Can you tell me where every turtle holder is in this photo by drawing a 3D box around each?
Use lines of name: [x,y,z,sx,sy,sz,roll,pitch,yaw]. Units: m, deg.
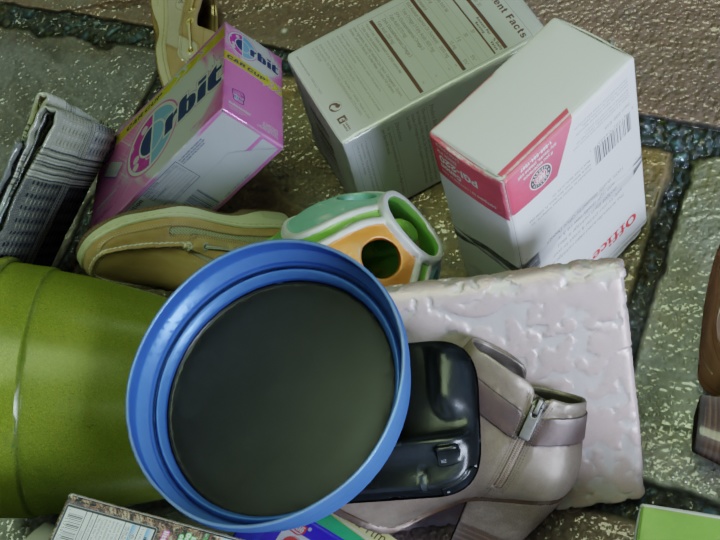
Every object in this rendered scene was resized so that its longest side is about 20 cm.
turtle holder: [0.004,0.008,1.028,0.132,0.185,0.142,-42,65,18]

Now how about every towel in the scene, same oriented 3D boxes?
towel: [0.100,0.090,0.945,0.198,0.193,0.032,-8,21,7]
towel: [-0.270,-0.046,1.064,0.034,0.200,0.194,27,92,1]

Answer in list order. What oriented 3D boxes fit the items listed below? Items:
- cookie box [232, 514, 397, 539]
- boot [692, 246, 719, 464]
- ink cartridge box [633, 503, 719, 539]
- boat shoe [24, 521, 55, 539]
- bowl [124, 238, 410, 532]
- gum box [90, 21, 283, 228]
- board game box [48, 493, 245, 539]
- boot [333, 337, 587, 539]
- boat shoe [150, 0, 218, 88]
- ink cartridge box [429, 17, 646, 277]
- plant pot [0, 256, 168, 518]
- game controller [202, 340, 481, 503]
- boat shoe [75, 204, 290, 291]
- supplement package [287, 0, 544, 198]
cookie box: [-0.042,0.268,0.916,0.170,0.075,0.200,30,68,28]
boot: [0.324,0.078,0.961,0.145,0.070,0.202,9,61,10]
ink cartridge box: [0.244,0.191,0.827,0.146,0.201,0.076,7,59,16]
boat shoe: [-0.264,0.284,0.963,0.068,0.072,0.201,28,59,3]
bowl: [-0.059,0.077,0.871,0.198,0.039,0.203,-9,61,17]
gum box: [-0.152,-0.099,1.115,0.200,0.066,0.114,-39,37,31]
board game box: [-0.118,0.254,0.837,0.198,0.097,0.161,11,62,21]
boot: [0.054,0.115,0.913,0.198,0.070,0.147,21,106,-5]
boat shoe: [-0.152,-0.201,1.239,0.069,0.074,0.201,-20,55,6]
ink cartridge box: [0.144,-0.069,1.014,0.146,0.201,0.085,-42,54,-16]
plant pot: [-0.182,0.097,1.001,0.191,0.201,0.202,4,58,1]
game controller: [-0.016,0.105,0.888,0.198,0.042,0.105,-7,62,17]
boat shoe: [-0.129,-0.007,1.068,0.198,0.072,0.077,-7,57,-32]
supplement package: [0.056,-0.159,1.141,0.199,0.117,0.118,-28,56,-7]
